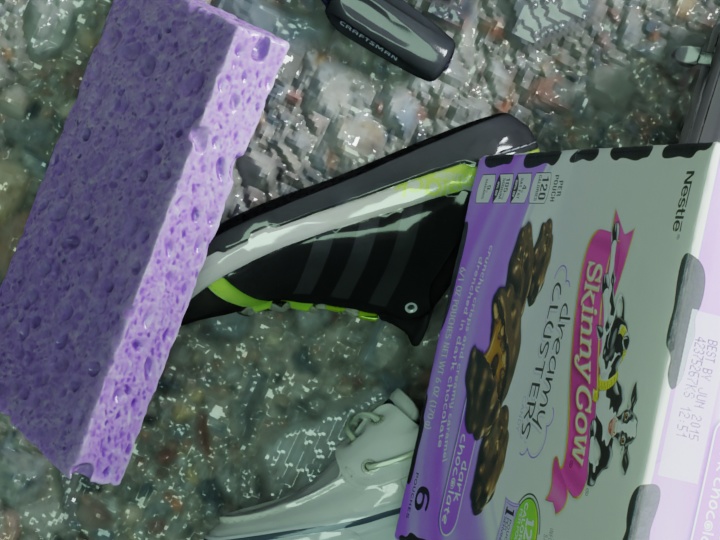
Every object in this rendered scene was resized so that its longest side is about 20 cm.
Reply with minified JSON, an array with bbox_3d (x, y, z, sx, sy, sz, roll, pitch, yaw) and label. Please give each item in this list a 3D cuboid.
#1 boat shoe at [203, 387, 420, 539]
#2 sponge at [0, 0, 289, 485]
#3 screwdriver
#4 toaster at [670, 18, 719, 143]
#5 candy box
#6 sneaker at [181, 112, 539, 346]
[{"bbox_3d":[0.020,0.086,0.855,0.198,0.074,0.068,-14,91,-10],"label":"boat shoe"},{"bbox_3d":[-0.104,-0.022,0.825,0.030,0.111,0.202,16,99,-38],"label":"sponge"},{"bbox_3d":[-0.044,-0.144,0.845,0.199,0.029,0.028,32,96,-7],"label":"screwdriver"},{"bbox_3d":[0.225,-0.046,0.811,0.198,0.114,0.131,10,94,2],"label":"toaster"},{"bbox_3d":[0.096,0.042,0.727,0.071,0.200,0.170,14,87,-20],"label":"candy box"},{"bbox_3d":[0.000,0.000,0.841,0.198,0.072,0.084,-22,96,3],"label":"sneaker"}]
